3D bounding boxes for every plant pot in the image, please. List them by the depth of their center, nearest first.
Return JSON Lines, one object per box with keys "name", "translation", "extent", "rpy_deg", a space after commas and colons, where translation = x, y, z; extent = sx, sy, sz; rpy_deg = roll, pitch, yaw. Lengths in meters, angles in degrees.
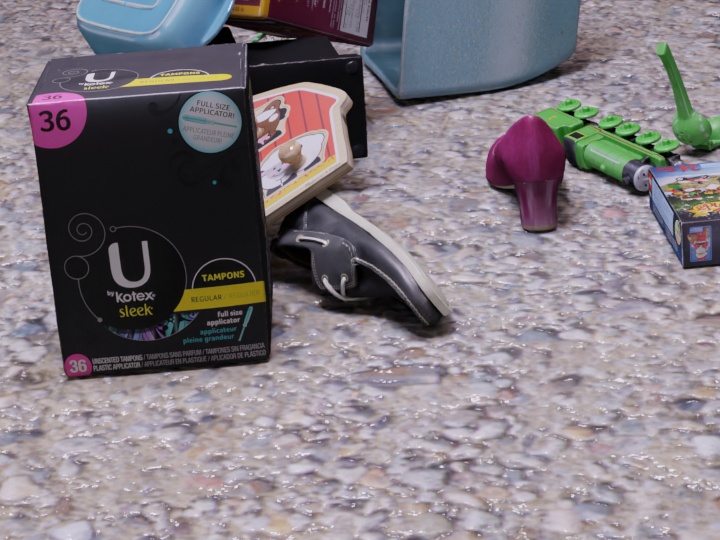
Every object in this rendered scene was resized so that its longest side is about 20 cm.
{"name": "plant pot", "translation": [0.120, -0.293, 1.995], "extent": [0.199, 0.196, 0.196], "rpy_deg": [-1, 19, -13]}

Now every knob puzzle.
{"name": "knob puzzle", "translation": [-0.095, -0.091, 1.545], "extent": [0.219, 0.030, 0.220], "rpy_deg": [-29, 32, 20]}

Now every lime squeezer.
{"name": "lime squeezer", "translation": [0.309, -0.140, 1.720], "extent": [0.038, 0.071, 0.200], "rpy_deg": [-9, -17, 39]}

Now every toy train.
{"name": "toy train", "translation": [0.213, -0.109, 1.688], "extent": [0.056, 0.042, 0.200], "rpy_deg": [-23, 25, -17]}

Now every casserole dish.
{"name": "casserole dish", "translation": [-0.179, -0.235, 1.648], "extent": [0.039, 0.121, 0.200], "rpy_deg": [35, -10, -37]}

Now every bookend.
{"name": "bookend", "translation": [-0.108, -0.160, 1.733], "extent": [0.198, 0.092, 0.200], "rpy_deg": [-6, 19, -8]}

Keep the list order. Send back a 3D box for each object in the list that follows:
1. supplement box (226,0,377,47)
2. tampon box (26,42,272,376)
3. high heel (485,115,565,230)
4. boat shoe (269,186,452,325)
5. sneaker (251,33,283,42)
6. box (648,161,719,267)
{"name": "supplement box", "translation": [-0.077, -0.263, 1.768], "extent": [0.110, 0.086, 0.200], "rpy_deg": [10, 3, 30]}
{"name": "tampon box", "translation": [-0.143, -0.045, 1.367], "extent": [0.149, 0.201, 0.126], "rpy_deg": [-5, 20, 0]}
{"name": "high heel", "translation": [0.137, -0.109, 1.620], "extent": [0.067, 0.096, 0.200], "rpy_deg": [-3, 21, 4]}
{"name": "boat shoe", "translation": [0.000, 0.000, 1.435], "extent": [0.068, 0.072, 0.200], "rpy_deg": [-47, 39, -6]}
{"name": "sneaker", "translation": [-0.093, -0.245, 2.081], "extent": [0.088, 0.077, 0.200], "rpy_deg": [-14, 19, 0]}
{"name": "box", "translation": [0.336, -0.052, 1.507], "extent": [0.199, 0.038, 0.137], "rpy_deg": [-5, 20, -1]}
